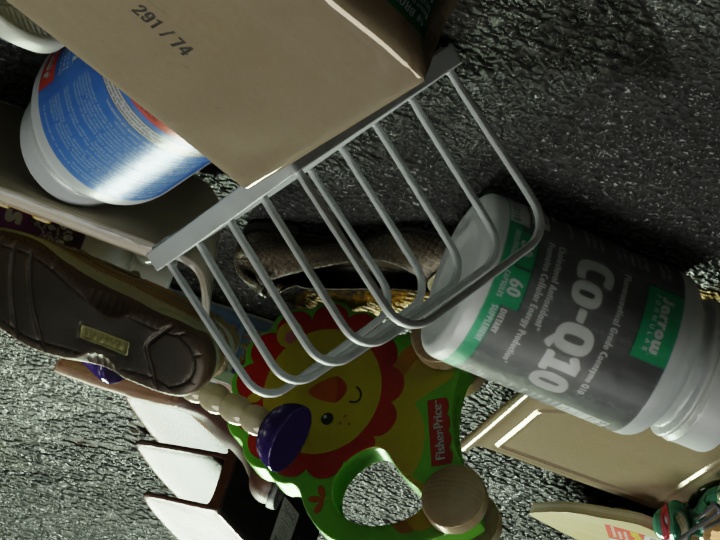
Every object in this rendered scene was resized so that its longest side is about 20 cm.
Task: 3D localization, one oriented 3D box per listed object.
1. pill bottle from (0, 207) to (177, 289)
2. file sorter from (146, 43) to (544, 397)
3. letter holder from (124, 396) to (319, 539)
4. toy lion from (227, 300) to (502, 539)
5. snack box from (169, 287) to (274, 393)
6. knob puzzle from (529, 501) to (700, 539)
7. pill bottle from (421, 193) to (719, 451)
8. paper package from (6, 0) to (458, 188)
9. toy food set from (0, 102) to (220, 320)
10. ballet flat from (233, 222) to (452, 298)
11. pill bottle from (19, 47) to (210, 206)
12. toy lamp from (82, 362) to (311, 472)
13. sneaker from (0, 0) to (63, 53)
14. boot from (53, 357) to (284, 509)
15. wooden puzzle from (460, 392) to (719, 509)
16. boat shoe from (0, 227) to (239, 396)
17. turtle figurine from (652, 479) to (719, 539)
[{"bbox_3d":[-0.229,-0.017,1.517,0.198,0.113,0.112,19,155,-6],"label":"pill bottle"},{"bbox_3d":[-0.008,-0.019,1.285,0.125,0.138,0.200,57,148,-2],"label":"file sorter"},{"bbox_3d":[-0.135,0.197,1.918,0.141,0.101,0.200,7,154,24],"label":"letter holder"},{"bbox_3d":[-0.002,0.114,1.556,0.190,0.202,0.069,-11,151,12],"label":"toy lion"},{"bbox_3d":[-0.144,0.049,1.645,0.198,0.072,0.024,18,139,-2],"label":"snack box"},{"bbox_3d":[0.238,0.215,1.787,0.218,0.031,0.220,17,167,4],"label":"knob puzzle"},{"bbox_3d":[0.149,0.037,1.387,0.198,0.114,0.113,22,155,-11],"label":"pill bottle"},{"bbox_3d":[-0.069,-0.160,1.091,0.200,0.104,0.190,38,148,-18],"label":"paper package"},{"bbox_3d":[-0.185,-0.036,1.413,0.198,0.144,0.061,20,111,-8],"label":"toy food set"},{"bbox_3d":[0.000,0.000,1.484,0.198,0.047,0.067,5,153,25],"label":"ballet flat"},{"bbox_3d":[-0.128,-0.103,1.274,0.112,0.113,0.200,27,153,-22],"label":"pill bottle"},{"bbox_3d":[-0.130,0.080,1.556,0.199,0.058,0.058,28,161,25],"label":"toy lamp"},{"bbox_3d":[-0.251,-0.188,1.229,0.200,0.075,0.084,38,148,-19],"label":"sneaker"},{"bbox_3d":[-0.137,0.096,1.663,0.198,0.189,0.069,22,117,-10],"label":"boot"},{"bbox_3d":[0.194,0.124,1.637,0.198,0.038,0.185,16,156,-11],"label":"wooden puzzle"},{"bbox_3d":[-0.173,0.023,1.436,0.199,0.076,0.072,27,116,15],"label":"boat shoe"},{"bbox_3d":[0.291,0.196,1.612,0.198,0.101,0.151,-5,128,12],"label":"turtle figurine"}]
